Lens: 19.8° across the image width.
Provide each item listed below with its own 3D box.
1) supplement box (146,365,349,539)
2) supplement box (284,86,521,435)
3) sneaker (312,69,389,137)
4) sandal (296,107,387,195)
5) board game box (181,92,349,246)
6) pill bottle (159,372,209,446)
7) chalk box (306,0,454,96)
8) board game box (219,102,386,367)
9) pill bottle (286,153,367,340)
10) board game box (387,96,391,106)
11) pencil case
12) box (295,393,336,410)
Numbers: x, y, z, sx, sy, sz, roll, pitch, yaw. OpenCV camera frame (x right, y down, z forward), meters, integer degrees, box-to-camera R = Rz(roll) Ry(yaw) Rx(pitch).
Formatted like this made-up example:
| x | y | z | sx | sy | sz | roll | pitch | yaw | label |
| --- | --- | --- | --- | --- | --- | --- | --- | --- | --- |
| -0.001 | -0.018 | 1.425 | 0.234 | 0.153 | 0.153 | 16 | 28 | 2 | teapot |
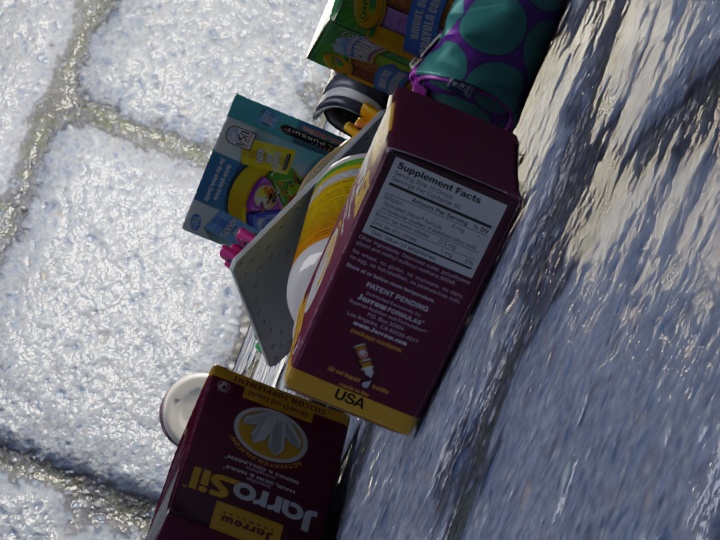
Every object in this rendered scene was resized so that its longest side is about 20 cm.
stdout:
| x | y | z | sx | sy | sz | roll | pitch | yaw | label |
| --- | --- | --- | --- | --- | --- | --- | --- | --- | --- |
| -0.097 | 0.192 | 1.707 | 0.200 | 0.131 | 0.103 | -78 | 11 | -55 | supplement box |
| 0.030 | -0.007 | 1.464 | 0.131 | 0.103 | 0.200 | -80 | 13 | -67 | supplement box |
| -0.008 | -0.181 | 2.066 | 0.200 | 0.070 | 0.109 | 159 | 133 | -79 | sneaker |
| 0.005 | -0.092 | 1.946 | 0.212 | 0.078 | 0.070 | -47 | 5 | 10 | sandal |
| -0.059 | -0.070 | 2.042 | 0.047 | 0.199 | 0.151 | -75 | 8 | -52 | board game box |
| -0.251 | 0.221 | 3.175 | 0.200 | 0.119 | 0.120 | 144 | 147 | -80 | pill bottle |
| 0.033 | -0.228 | 1.760 | 0.125 | 0.199 | 0.124 | 134 | 157 | -76 | chalk box |
| -0.037 | -0.031 | 1.838 | 0.200 | 0.026 | 0.200 | -46 | -25 | -16 | board game box |
| 0.000 | 0.000 | 1.675 | 0.200 | 0.111 | 0.111 | -77 | 10 | -55 | pill bottle |
| 0.054 | -0.184 | 2.129 | 0.200 | 0.056 | 0.196 | 136 | 155 | -76 | board game box |
| 0.106 | -0.207 | 1.551 | 0.085 | 0.092 | 0.201 | 133 | 159 | -75 | pencil case |
| -0.031 | 0.105 | 1.963 | 0.143 | 0.036 | 0.200 | -88 | 19 | -70 | box |
